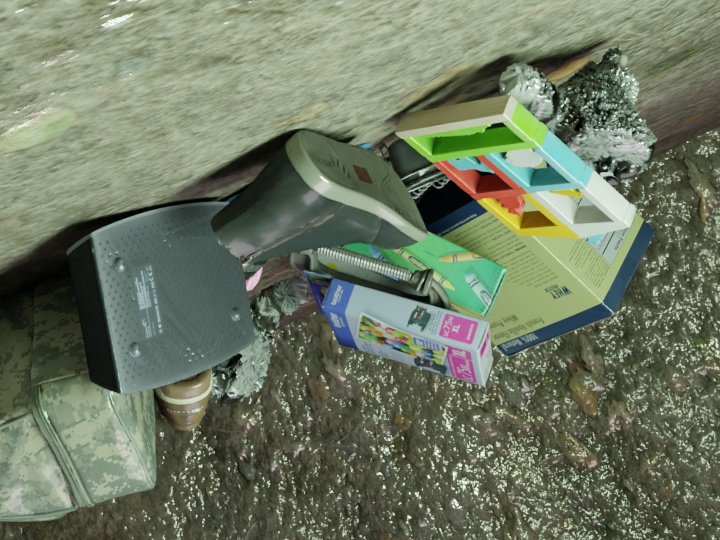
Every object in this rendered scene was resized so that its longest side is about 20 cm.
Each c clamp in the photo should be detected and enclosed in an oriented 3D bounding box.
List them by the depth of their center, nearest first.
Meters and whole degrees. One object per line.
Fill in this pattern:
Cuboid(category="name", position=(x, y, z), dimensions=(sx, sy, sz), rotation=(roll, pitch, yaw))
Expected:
Cuboid(category="c clamp", position=(0.000, 0.000, 1.456), dimensions=(0.199, 0.027, 0.171), rotation=(19, 159, -2))

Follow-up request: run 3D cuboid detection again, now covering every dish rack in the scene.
Cuboid(category="dish rack", position=(0.077, -0.108, 1.392), dimensions=(0.153, 0.055, 0.200), rotation=(-22, 176, -15))

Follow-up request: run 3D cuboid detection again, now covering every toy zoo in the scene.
Cuboid(category="toy zoo", position=(0.140, -0.076, 1.218), dimensions=(0.131, 0.200, 0.021), rotation=(-3, -122, 50))

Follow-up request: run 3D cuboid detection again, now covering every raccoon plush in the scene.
Cuboid(category="raccoon plush", position=(0.186, -0.161, 1.244), dimensions=(0.097, 0.134, 0.200), rotation=(-18, 143, 19))
Cuboid(category="raccoon plush", position=(-0.152, 0.089, 1.604), dimensions=(0.200, 0.097, 0.134), rotation=(-29, -171, -38))

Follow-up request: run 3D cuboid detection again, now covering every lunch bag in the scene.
Cuboid(category="lunch bag", position=(-0.267, 0.107, 1.215), dimensions=(0.167, 0.140, 0.200), rotation=(-16, -144, 0))

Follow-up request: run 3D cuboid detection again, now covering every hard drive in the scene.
Cuboid(category="hard drive", position=(-0.156, 0.018, 1.154), dimensions=(0.042, 0.135, 0.200), rotation=(-7, -174, 27))

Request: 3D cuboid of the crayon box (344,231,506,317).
Cuboid(category="crayon box", position=(0.056, -0.016, 1.549), dimensions=(0.119, 0.200, 0.058), rotation=(24, 91, -84))

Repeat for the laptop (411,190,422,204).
Cuboid(category="laptop", position=(0.056, -0.035, 1.889), dimensions=(0.200, 0.104, 0.177), rotation=(-27, 176, 34))

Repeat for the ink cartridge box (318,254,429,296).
Cuboid(category="ink cartridge box", position=(-0.002, 0.015, 1.635), dimensions=(0.198, 0.200, 0.047), rotation=(50, 63, -87))

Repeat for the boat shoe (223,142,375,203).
Cuboid(category="boat shoe", position=(-0.064, -0.046, 1.257), dimensions=(0.200, 0.069, 0.084), rotation=(-26, 176, 28))

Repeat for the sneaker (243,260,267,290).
Cuboid(category="sneaker", position=(-0.135, -0.005, 1.336), dimensions=(0.095, 0.079, 0.200), rotation=(-39, -177, 36))

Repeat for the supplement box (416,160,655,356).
Cuboid(category="supplement box", position=(0.183, -0.035, 1.653), dimensions=(0.200, 0.200, 0.134), rotation=(-29, -157, 54))

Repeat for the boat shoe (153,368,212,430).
Cuboid(category="boat shoe", position=(-0.179, 0.072, 1.382), dimensions=(0.074, 0.075, 0.203), rotation=(-4, -143, -6))

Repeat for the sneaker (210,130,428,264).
Cuboid(category="sneaker", position=(-0.031, -0.045, 1.164), dimensions=(0.106, 0.075, 0.200), rotation=(-35, 151, 21))

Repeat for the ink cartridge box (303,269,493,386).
Cuboid(category="ink cartridge box", position=(0.036, 0.061, 1.503), dimensions=(0.199, 0.042, 0.119), rotation=(18, 161, 15))
